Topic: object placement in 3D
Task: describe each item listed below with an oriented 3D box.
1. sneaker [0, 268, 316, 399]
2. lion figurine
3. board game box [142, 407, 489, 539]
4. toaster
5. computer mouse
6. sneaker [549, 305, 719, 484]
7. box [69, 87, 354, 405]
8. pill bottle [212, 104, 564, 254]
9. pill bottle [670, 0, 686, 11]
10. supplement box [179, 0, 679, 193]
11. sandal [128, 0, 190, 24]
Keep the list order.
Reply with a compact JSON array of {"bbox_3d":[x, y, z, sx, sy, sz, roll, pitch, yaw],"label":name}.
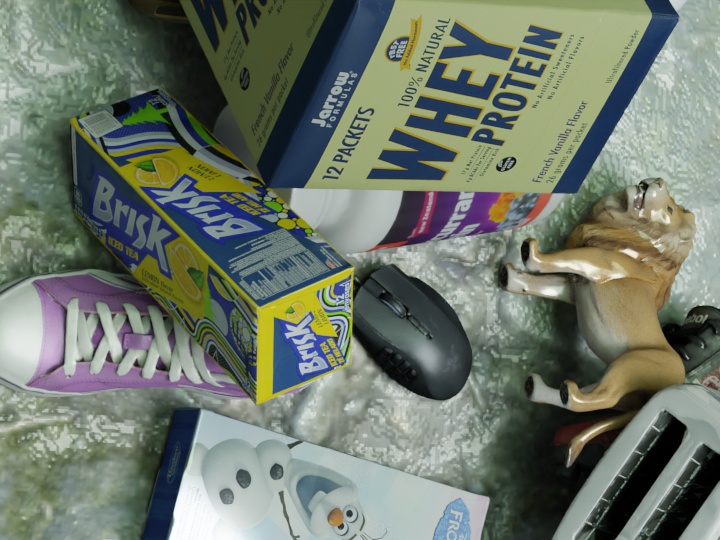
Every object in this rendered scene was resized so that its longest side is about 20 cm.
[{"bbox_3d":[-0.111,0.036,1.492,0.200,0.114,0.073,2,88,-26],"label":"sneaker"},{"bbox_3d":[0.158,0.034,1.628,0.122,0.073,0.201,4,57,-18],"label":"lion figurine"},{"bbox_3d":[-0.039,0.202,1.561,0.199,0.043,0.201,19,79,-25],"label":"board game box"},{"bbox_3d":[0.203,0.149,1.573,0.129,0.114,0.200,23,106,-50],"label":"toaster"},{"bbox_3d":[0.000,0.000,1.596,0.200,0.034,0.059,47,69,-17],"label":"computer mouse"},{"bbox_3d":[0.197,0.076,1.675,0.200,0.071,0.098,-14,94,-29],"label":"sneaker"},{"bbox_3d":[-0.083,-0.017,1.462,0.064,0.200,0.070,-21,134,-26],"label":"box"},{"bbox_3d":[0.017,-0.069,1.550,0.200,0.111,0.112,-9,92,-36],"label":"pill bottle"},{"bbox_3d":[0.133,-0.192,1.581,0.112,0.200,0.112,2,86,-27],"label":"pill bottle"},{"bbox_3d":[0.026,-0.157,1.454,0.199,0.134,0.200,0,46,-31],"label":"supplement box"},{"bbox_3d":[-0.042,-0.138,1.569,0.199,0.082,0.055,5,107,-34],"label":"sandal"}]
